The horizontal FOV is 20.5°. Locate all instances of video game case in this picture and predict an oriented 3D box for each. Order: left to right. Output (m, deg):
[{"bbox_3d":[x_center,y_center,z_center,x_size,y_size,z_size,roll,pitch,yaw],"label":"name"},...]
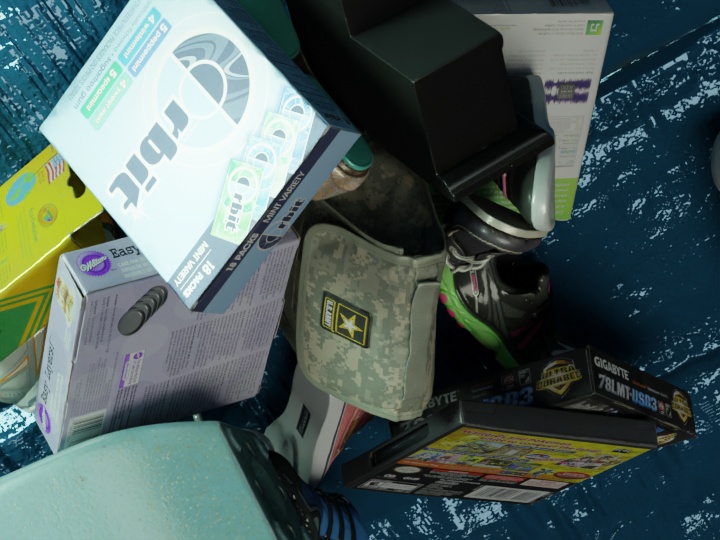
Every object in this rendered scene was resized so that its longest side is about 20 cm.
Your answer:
[{"bbox_3d":[0.115,0.154,1.667,0.200,0.026,0.181,9,154,-31],"label":"video game case"}]

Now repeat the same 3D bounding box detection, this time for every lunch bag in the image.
[{"bbox_3d":[0.000,0.000,1.549,0.117,0.200,0.164,-11,130,-20],"label":"lunch bag"}]

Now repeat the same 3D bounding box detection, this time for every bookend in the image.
[{"bbox_3d":[0.029,-0.186,1.412,0.092,0.199,0.200,-30,130,-17],"label":"bookend"}]

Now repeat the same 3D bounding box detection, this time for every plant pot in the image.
[{"bbox_3d":[-0.152,0.219,1.560,0.200,0.196,0.196,-29,165,7],"label":"plant pot"}]

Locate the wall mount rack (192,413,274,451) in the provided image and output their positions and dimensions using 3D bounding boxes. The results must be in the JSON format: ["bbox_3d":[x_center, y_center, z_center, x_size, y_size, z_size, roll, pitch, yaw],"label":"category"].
[{"bbox_3d":[-0.161,0.194,1.745,0.200,0.075,0.174,-24,125,3],"label":"wall mount rack"}]

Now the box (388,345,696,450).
[{"bbox_3d":[0.158,0.131,1.716,0.200,0.050,0.198,-19,156,30],"label":"box"}]

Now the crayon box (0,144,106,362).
[{"bbox_3d":[-0.262,-0.009,1.522,0.200,0.127,0.051,-38,128,15],"label":"crayon box"}]

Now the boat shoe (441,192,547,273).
[{"bbox_3d":[0.094,-0.022,1.523,0.073,0.200,0.063,24,93,-6],"label":"boat shoe"}]

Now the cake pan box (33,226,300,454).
[{"bbox_3d":[-0.150,0.048,1.523,0.184,0.052,0.200,-15,143,-27],"label":"cake pan box"}]

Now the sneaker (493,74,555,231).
[{"bbox_3d":[0.093,-0.086,1.482,0.099,0.200,0.071,-1,121,-1],"label":"sneaker"}]

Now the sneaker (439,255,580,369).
[{"bbox_3d":[0.141,0.038,1.705,0.084,0.077,0.200,-40,130,12],"label":"sneaker"}]

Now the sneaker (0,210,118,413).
[{"bbox_3d":[-0.259,0.033,1.581,0.092,0.076,0.200,12,122,-34],"label":"sneaker"}]

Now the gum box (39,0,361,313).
[{"bbox_3d":[-0.118,-0.099,1.416,0.170,0.200,0.045,-52,152,18],"label":"gum box"}]

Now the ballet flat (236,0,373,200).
[{"bbox_3d":[-0.069,-0.137,1.470,0.067,0.200,0.068,-34,173,36],"label":"ballet flat"}]

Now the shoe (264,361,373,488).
[{"bbox_3d":[-0.019,0.127,1.729,0.091,0.072,0.200,-19,150,-30],"label":"shoe"}]

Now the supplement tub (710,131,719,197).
[{"bbox_3d":[0.383,-0.040,1.667,0.145,0.145,0.200,-24,129,3],"label":"supplement tub"}]

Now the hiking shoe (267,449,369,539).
[{"bbox_3d":[-0.047,0.215,1.700,0.074,0.087,0.200,-9,129,26],"label":"hiking shoe"}]

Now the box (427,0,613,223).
[{"bbox_3d":[0.113,-0.127,1.597,0.144,0.036,0.200,-2,126,-14],"label":"box"}]
